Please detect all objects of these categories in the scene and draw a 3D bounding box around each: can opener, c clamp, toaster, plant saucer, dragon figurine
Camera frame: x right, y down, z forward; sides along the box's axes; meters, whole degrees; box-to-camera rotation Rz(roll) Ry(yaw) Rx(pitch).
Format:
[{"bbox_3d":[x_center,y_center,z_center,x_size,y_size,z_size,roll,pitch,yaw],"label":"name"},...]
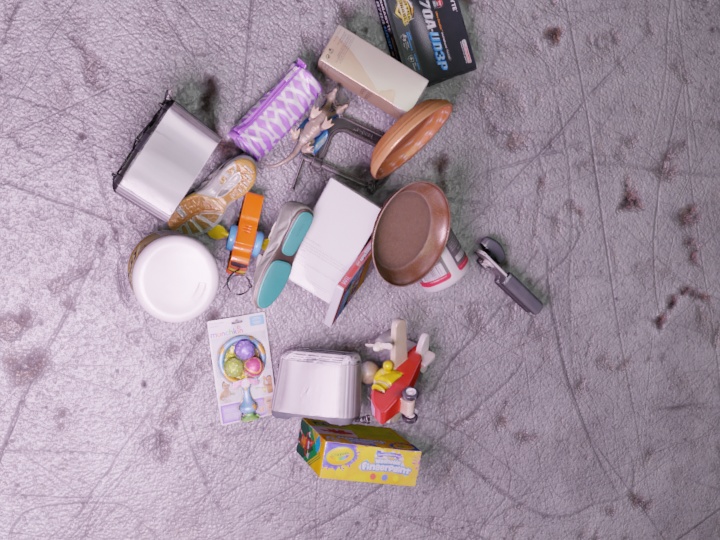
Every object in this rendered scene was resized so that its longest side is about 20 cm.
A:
[{"bbox_3d":[0.319,0.009,1.768,0.200,0.053,0.067,41,82,-20],"label":"can opener"},{"bbox_3d":[-0.027,-0.210,1.637,0.198,0.027,0.173,16,85,-19],"label":"c clamp"},{"bbox_3d":[-0.336,-0.189,1.431,0.118,0.200,0.182,33,83,-15],"label":"toaster"},{"bbox_3d":[0.090,-0.254,1.576,0.200,0.200,0.038,-40,83,-12],"label":"plant saucer"},{"bbox_3d":[0.086,-0.070,1.538,0.199,0.036,0.203,-19,120,-36],"label":"plant saucer"},{"bbox_3d":[-0.093,-0.258,1.574,0.059,0.099,0.201,39,98,-2],"label":"dragon figurine"},{"bbox_3d":[-0.073,0.219,1.587,0.197,0.114,0.131,4,90,14],"label":"toaster"}]

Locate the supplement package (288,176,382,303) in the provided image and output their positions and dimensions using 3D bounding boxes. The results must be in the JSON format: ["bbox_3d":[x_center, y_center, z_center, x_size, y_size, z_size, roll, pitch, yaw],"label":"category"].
[{"bbox_3d":[-0.056,-0.060,1.563,0.116,0.117,0.201,31,94,-6],"label":"supplement package"}]

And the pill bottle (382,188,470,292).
[{"bbox_3d":[0.127,-0.067,1.659,0.110,0.111,0.201,-35,106,-13],"label":"pill bottle"}]

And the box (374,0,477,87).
[{"bbox_3d":[0.130,-0.470,1.654,0.157,0.046,0.202,-21,103,-16],"label":"box"}]

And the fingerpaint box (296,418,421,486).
[{"bbox_3d":[-0.007,0.353,1.622,0.198,0.167,0.074,10,92,-21],"label":"fingerpaint box"}]

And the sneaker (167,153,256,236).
[{"bbox_3d":[-0.266,-0.137,1.531,0.199,0.088,0.076,-35,111,11],"label":"sneaker"}]

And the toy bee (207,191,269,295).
[{"bbox_3d":[-0.229,-0.041,1.548,0.130,0.109,0.201,33,62,-4],"label":"toy bee"}]

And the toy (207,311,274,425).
[{"bbox_3d":[-0.220,0.190,1.590,0.114,0.047,0.203,-9,99,-21],"label":"toy"}]

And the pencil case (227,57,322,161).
[{"bbox_3d":[-0.155,-0.296,1.544,0.084,0.086,0.201,35,80,21],"label":"pencil case"}]

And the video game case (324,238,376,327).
[{"bbox_3d":[0.000,0.000,1.574,0.017,0.144,0.201,31,57,7],"label":"video game case"}]

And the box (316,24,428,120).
[{"bbox_3d":[0.022,-0.369,1.577,0.199,0.095,0.078,31,88,-5],"label":"box"}]

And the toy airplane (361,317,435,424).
[{"bbox_3d":[0.065,0.200,1.649,0.139,0.199,0.203,9,83,15],"label":"toy airplane"}]

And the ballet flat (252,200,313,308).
[{"bbox_3d":[-0.148,-0.030,1.486,0.067,0.063,0.202,23,94,-51],"label":"ballet flat"}]

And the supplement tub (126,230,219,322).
[{"bbox_3d":[-0.329,0.006,1.450,0.142,0.200,0.147,-2,96,-20],"label":"supplement tub"}]
